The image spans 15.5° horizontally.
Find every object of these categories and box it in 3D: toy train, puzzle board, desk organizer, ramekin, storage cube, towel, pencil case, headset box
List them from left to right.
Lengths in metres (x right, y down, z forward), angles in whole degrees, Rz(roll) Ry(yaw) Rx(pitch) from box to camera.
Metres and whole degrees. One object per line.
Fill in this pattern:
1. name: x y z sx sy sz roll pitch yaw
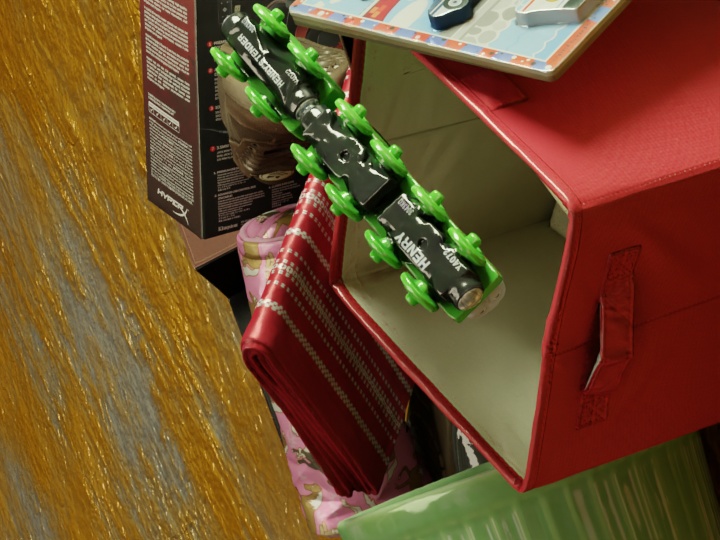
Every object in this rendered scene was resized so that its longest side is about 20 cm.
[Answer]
1. desk organizer: -0.061 0.018 1.840 0.072 0.077 0.200 45 -159 -61
2. headset box: -0.051 -0.136 1.579 0.075 0.149 0.200 34 133 49
3. pencil case: -0.013 0.059 1.564 0.083 0.086 0.200 -91 -10 -79
4. toy train: 0.000 -0.047 1.191 0.200 0.042 0.056 50 -172 31
5. towel: 0.000 0.000 1.361 0.145 0.022 0.200 57 -137 -45
6. puzzle board: 0.082 -0.164 1.213 0.151 0.200 0.017 16 140 38
7. ramekin: 0.097 0.143 1.381 0.098 0.200 0.200 69 158 4
8. storage cube: 0.110 -0.034 1.248 0.200 0.180 0.171 48 143 41

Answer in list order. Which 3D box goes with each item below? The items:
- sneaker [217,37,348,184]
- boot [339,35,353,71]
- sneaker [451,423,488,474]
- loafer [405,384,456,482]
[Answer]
1. sneaker: -0.039 -0.082 1.434 0.200 0.070 0.076 -114 18 -78
2. boot: 0.028 -0.095 1.328 0.074 0.075 0.200 25 146 36
3. sneaker: 0.101 0.161 1.511 0.200 0.075 0.079 69 -165 9
4. loafer: 0.067 0.085 1.598 0.076 0.067 0.200 -123 23 -50
